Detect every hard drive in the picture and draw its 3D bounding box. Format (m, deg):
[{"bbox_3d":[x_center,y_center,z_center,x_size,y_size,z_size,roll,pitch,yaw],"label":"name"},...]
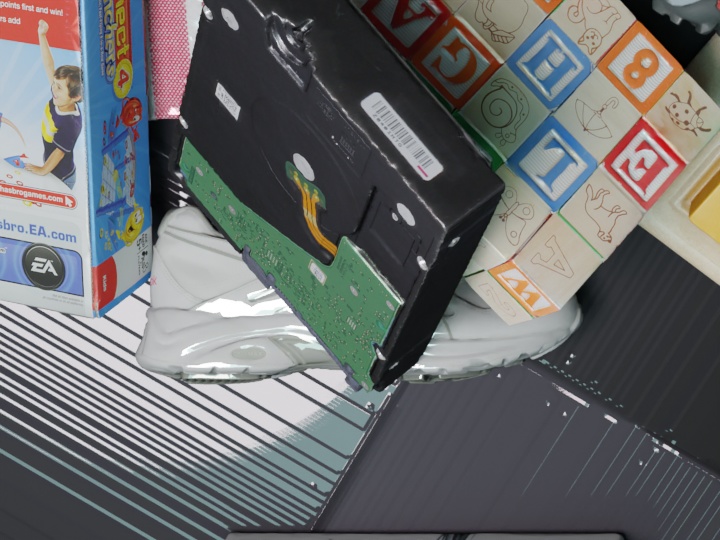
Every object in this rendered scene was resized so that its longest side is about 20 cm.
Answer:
[{"bbox_3d":[-0.014,-0.039,1.160,0.140,0.038,0.200,49,159,12],"label":"hard drive"}]

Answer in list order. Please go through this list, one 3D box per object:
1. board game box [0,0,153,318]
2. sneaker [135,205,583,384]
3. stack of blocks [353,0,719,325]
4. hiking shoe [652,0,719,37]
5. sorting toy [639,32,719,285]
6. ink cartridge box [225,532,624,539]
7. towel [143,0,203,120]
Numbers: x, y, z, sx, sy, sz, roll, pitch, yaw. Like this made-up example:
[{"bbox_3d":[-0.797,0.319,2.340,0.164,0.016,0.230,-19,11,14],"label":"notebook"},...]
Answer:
[{"bbox_3d":[-0.192,-0.094,1.279,0.199,0.056,0.197,11,115,23],"label":"board game box"},{"bbox_3d":[0.000,0.000,1.283,0.199,0.078,0.100,0,86,-5],"label":"sneaker"},{"bbox_3d":[0.039,-0.089,1.189,0.200,0.059,0.115,46,72,-7],"label":"stack of blocks"},{"bbox_3d":[0.192,-0.112,1.157,0.200,0.074,0.087,35,112,28],"label":"hiking shoe"},{"bbox_3d":[0.231,-0.040,1.234,0.200,0.036,0.185,38,116,-4],"label":"sorting toy"},{"bbox_3d":[0.030,0.203,1.360,0.199,0.083,0.147,-1,112,15],"label":"ink cartridge box"},{"bbox_3d":[-0.057,-0.139,1.268,0.199,0.030,0.147,1,112,11],"label":"towel"}]
